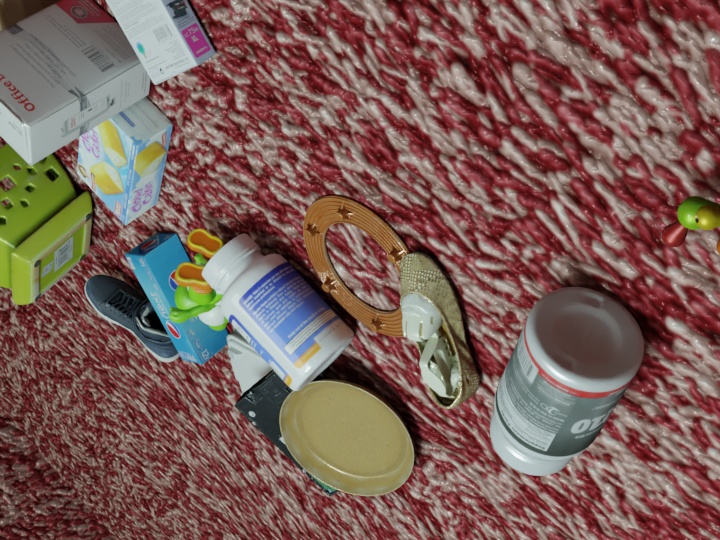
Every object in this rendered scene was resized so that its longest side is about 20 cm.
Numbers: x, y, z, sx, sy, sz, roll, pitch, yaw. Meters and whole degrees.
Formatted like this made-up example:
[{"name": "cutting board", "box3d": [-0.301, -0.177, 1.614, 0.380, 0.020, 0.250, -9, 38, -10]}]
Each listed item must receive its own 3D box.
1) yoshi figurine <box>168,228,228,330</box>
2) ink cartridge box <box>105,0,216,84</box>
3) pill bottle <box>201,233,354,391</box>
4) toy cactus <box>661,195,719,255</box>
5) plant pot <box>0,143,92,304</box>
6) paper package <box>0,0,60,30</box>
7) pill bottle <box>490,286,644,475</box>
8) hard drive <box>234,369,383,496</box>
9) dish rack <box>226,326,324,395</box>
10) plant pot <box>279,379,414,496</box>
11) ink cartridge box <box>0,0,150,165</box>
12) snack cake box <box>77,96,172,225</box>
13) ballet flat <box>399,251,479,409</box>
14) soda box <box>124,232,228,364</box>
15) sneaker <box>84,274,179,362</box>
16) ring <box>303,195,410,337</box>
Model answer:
[{"name": "yoshi figurine", "box3d": [-0.235, 0.024, 1.537, 0.112, 0.112, 0.200, 60, 166, 25]}, {"name": "ink cartridge box", "box3d": [-0.259, -0.327, 1.263, 0.119, 0.042, 0.201, -4, 122, 54]}, {"name": "pill bottle", "box3d": [-0.112, 0.050, 1.397, 0.200, 0.112, 0.112, 47, 149, 7]}, {"name": "toy cactus", "box3d": [0.330, -0.017, 0.793, 0.200, 0.102, 0.166, 44, 139, 28]}, {"name": "plant pot", "box3d": [-0.560, -0.075, 1.771, 0.181, 0.199, 0.200, 38, 147, 7]}, {"name": "paper package", "box3d": [-0.508, -0.385, 1.462, 0.199, 0.103, 0.192, 23, 138, 38]}, {"name": "pill bottle", "box3d": [0.199, 0.118, 1.066, 0.114, 0.114, 0.201, 38, 147, 19]}, {"name": "hard drive", "box3d": [-0.068, 0.223, 1.526, 0.200, 0.038, 0.140, 45, 129, -7]}, {"name": "dish rack", "box3d": [-0.128, 0.178, 1.617, 0.199, 0.043, 0.172, 25, 140, 37]}, {"name": "plant pot", "box3d": [-0.016, 0.225, 1.463, 0.199, 0.028, 0.201, 12, 127, 17]}, {"name": "ink cartridge box", "box3d": [-0.389, -0.249, 1.356, 0.146, 0.200, 0.083, 42, 148, 13]}, {"name": "snack cake box", "box3d": [-0.336, -0.170, 1.498, 0.115, 0.067, 0.200, 44, 148, 10]}, {"name": "ballet flat", "box3d": [0.085, 0.076, 1.212, 0.070, 0.065, 0.201, -3, 122, 40]}, {"name": "soda box", "box3d": [-0.280, 0.044, 1.647, 0.064, 0.068, 0.201, 7, 128, 50]}, {"name": "sneaker", "box3d": [-0.374, 0.057, 1.760, 0.202, 0.077, 0.146, 37, 159, 4]}, {"name": "ring", "box3d": [0.000, 0.000, 1.290, 0.200, 0.019, 0.201, 33, 145, 27]}]
